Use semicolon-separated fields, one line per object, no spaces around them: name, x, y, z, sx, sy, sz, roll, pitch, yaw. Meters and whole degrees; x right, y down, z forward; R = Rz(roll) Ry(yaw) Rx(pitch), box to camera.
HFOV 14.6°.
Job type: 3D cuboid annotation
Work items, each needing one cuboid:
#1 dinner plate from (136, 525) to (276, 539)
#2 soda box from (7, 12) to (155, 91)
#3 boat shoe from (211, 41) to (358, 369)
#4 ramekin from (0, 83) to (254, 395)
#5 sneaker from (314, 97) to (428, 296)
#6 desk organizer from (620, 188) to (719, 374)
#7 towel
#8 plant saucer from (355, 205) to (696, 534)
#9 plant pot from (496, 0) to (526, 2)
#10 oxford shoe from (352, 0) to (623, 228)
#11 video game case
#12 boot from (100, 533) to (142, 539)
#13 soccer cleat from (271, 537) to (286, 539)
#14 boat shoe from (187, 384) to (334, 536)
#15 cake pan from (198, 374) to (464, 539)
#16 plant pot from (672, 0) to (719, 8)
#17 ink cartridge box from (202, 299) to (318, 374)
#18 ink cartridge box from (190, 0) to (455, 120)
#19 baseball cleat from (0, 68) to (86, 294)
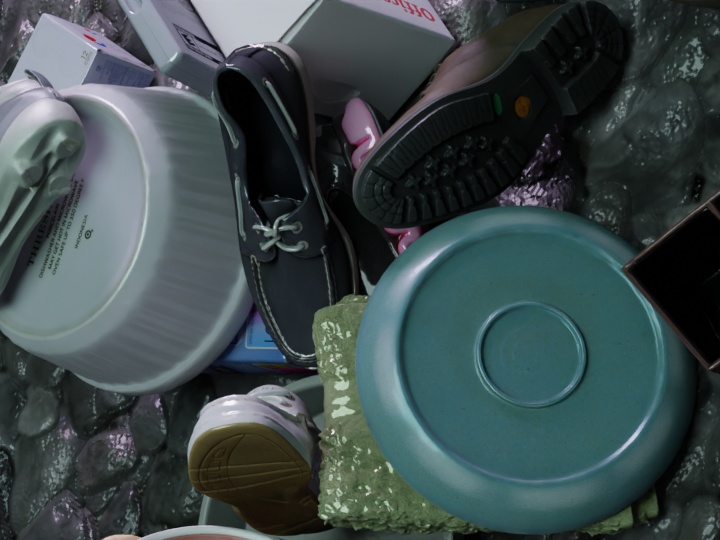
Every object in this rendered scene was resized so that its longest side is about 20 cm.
dinner plate;-0.093;0.243;1.616;0.200;0.024;0.201;-3;62;6
soda box;-0.225;-0.071;1.955;0.068;0.064;0.200;35;100;38
boat shoe;-0.053;-0.035;1.677;0.073;0.063;0.200;-9;95;23
ramekin;-0.160;-0.026;1.780;0.202;0.094;0.203;-9;75;37
sneaker;0.000;0.000;1.725;0.095;0.079;0.200;-20;83;5
desk organizer;0.250;-0.026;1.572;0.200;0.077;0.072;-40;58;24
towel;0.072;0.085;1.644;0.200;0.036;0.149;0;70;-4
plant saucer;0.097;0.052;1.625;0.200;0.027;0.201;2;70;-4
plant pot;0.089;-0.256;1.670;0.141;0.200;0.142;0;80;37
oxford shoe;0.065;-0.091;1.696;0.200;0.073;0.084;-37;26;-24
video game case;-0.101;-0.163;1.794;0.022;0.200;0.182;-42;58;16
boot;-0.089;0.254;1.709;0.201;0.144;0.071;42;74;17
soccer cleat;-0.049;0.192;1.703;0.200;0.076;0.067;-4;77;36
boat shoe;-0.059;0.100;1.662;0.071;0.200;0.069;-5;69;8
cake pan;-0.015;0.165;1.756;0.200;0.037;0.201;-9;74;36
plant pot;0.234;-0.234;1.596;0.200;0.134;0.201;-9;74;35
ink cartridge box;-0.097;-0.001;1.835;0.200;0.076;0.137;-1;79;39
ink cartridge box;-0.048;-0.198;1.795;0.083;0.146;0.200;-46;57;23
baseball cleat;-0.247;-0.035;1.757;0.200;0.070;0.106;-49;47;9
